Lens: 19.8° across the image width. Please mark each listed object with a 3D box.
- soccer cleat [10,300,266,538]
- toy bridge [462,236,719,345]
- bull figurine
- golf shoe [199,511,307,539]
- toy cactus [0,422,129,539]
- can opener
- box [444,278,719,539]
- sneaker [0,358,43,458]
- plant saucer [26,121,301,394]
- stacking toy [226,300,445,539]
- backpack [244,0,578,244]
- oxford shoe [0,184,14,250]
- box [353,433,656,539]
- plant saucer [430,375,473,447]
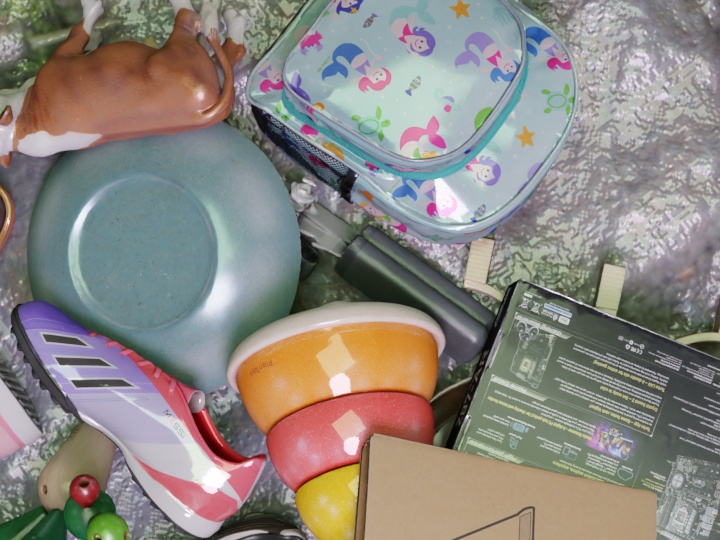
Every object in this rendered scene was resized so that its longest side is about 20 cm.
[{"bbox_3d":[-0.147,0.083,1.356,0.200,0.068,0.073,46,104,8],"label":"soccer cleat"},{"bbox_3d":[0.167,0.029,1.413,0.200,0.027,0.067,13,85,2],"label":"toy bridge"},{"bbox_3d":[-0.169,-0.128,1.379,0.200,0.065,0.122,-1,58,20],"label":"bull figurine"},{"bbox_3d":[-0.120,0.219,1.342,0.200,0.094,0.078,-35,93,-19],"label":"golf shoe"},{"bbox_3d":[-0.213,0.168,1.358,0.102,0.200,0.165,34,49,-14],"label":"toy cactus"},{"bbox_3d":[0.000,0.000,1.412,0.200,0.053,0.067,32,117,5],"label":"can opener"},{"bbox_3d":[0.164,0.116,1.360,0.200,0.044,0.160,21,83,-3],"label":"box"},{"bbox_3d":[-0.300,0.060,1.356,0.105,0.075,0.200,-28,123,0],"label":"sneaker"},{"bbox_3d":[-0.140,-0.011,1.388,0.201,0.039,0.201,0,90,15],"label":"plant saucer"},{"bbox_3d":[-0.003,0.132,1.325,0.146,0.146,0.200,-10,68,0],"label":"stacking toy"},{"bbox_3d":[0.044,-0.120,1.373,0.200,0.151,0.178,39,82,0],"label":"backpack"},{"bbox_3d":[-0.318,0.009,1.396,0.200,0.073,0.071,-42,85,-3],"label":"oxford shoe"},{"bbox_3d":[0.090,0.197,1.265,0.200,0.021,0.164,13,64,-18],"label":"box"},{"bbox_3d":[0.107,0.167,1.398,0.200,0.034,0.200,0,84,1],"label":"plant saucer"}]
